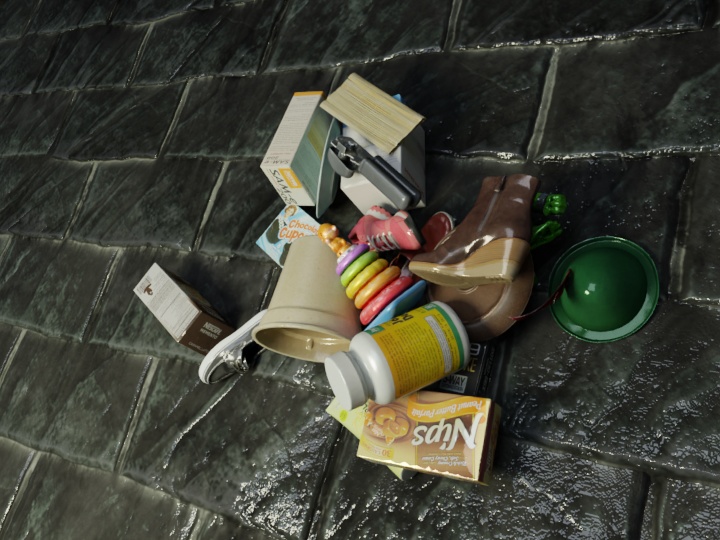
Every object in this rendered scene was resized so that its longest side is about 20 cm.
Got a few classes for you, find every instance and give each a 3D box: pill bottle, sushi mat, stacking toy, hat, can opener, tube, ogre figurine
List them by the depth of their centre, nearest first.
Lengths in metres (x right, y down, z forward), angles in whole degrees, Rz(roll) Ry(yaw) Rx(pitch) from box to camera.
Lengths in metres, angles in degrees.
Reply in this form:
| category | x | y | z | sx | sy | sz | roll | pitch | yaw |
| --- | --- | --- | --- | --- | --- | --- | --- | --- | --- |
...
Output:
| category | x | y | z | sx | sy | sz | roll | pitch | yaw |
| --- | --- | --- | --- | --- | --- | --- | --- | --- | --- |
| hat | 0.332 | 0.007 | 0.957 | 0.165 | 0.176 | 0.201 | 1 | 68 | 31 |
| pill bottle | 0.053 | 0.130 | 0.986 | 0.199 | 0.113 | 0.113 | -21 | 51 | -19 |
| ogre figurine | 0.249 | -0.055 | 1.077 | 0.098 | 0.201 | 0.120 | -8 | 39 | -19 |
| stacking toy | 0.000 | 0.000 | 1.081 | 0.200 | 0.110 | 0.116 | 48 | 136 | 9 |
| tube | 0.021 | 0.263 | 1.098 | 0.058 | 0.052 | 0.200 | -24 | 43 | -29 |
| can opener | 0.018 | -0.164 | 1.154 | 0.200 | 0.053 | 0.067 | 45 | 132 | 23 |
| sushi mat | 0.018 | -0.293 | 1.219 | 0.096 | 0.012 | 0.200 | -47 | 59 | -5 |

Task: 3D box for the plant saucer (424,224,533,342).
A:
| category | x | y | z | sx | sy | sz | roll | pitch | yaw |
| --- | --- | --- | --- | --- | --- | --- | --- | --- | --- |
| plant saucer | 0.175 | 0.010 | 1.044 | 0.200 | 0.034 | 0.201 | -13 | 69 | 38 |

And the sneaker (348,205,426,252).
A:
| category | x | y | z | sx | sy | sz | roll | pitch | yaw |
| --- | --- | --- | --- | --- | --- | --- | --- | --- | --- |
| sneaker | 0.043 | -0.056 | 1.156 | 0.087 | 0.074 | 0.200 | -39 | 22 | -13 |

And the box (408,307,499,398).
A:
| category | x | y | z | sx | sy | sz | roll | pitch | yaw |
| --- | --- | --- | --- | --- | --- | --- | --- | --- | --- |
| box | 0.117 | 0.147 | 1.095 | 0.199 | 0.050 | 0.158 | 7 | 71 | 33 |

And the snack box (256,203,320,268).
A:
| category | x | y | z | sx | sy | sz | roll | pitch | yaw |
| --- | --- | --- | --- | --- | --- | --- | --- | --- | --- |
| snack box | -0.114 | -0.045 | 1.331 | 0.116 | 0.037 | 0.200 | -50 | 53 | -1 |

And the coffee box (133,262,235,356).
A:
| category | x | y | z | sx | sy | sz | roll | pitch | yaw |
| --- | --- | --- | --- | --- | --- | --- | --- | --- | --- |
| coffee box | -0.365 | 0.082 | 1.370 | 0.200 | 0.114 | 0.080 | 37 | 88 | 36 |

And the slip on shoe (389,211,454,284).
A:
| category | x | y | z | sx | sy | sz | roll | pitch | yaw |
| --- | --- | --- | --- | --- | --- | --- | --- | --- | --- |
| slip on shoe | 0.101 | -0.022 | 1.180 | 0.074 | 0.061 | 0.200 | 32 | 84 | 39 |

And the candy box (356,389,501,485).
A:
| category | x | y | z | sx | sy | sz | roll | pitch | yaw |
| --- | --- | --- | --- | --- | --- | --- | --- | --- | --- |
| candy box | 0.101 | 0.242 | 0.992 | 0.199 | 0.055 | 0.116 | 2 | 69 | 31 |

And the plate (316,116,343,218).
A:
| category | x | y | z | sx | sy | sz | roll | pitch | yaw |
| --- | --- | --- | --- | --- | --- | --- | --- | --- | --- |
| plate | -0.055 | -0.199 | 1.292 | 0.025 | 0.200 | 0.201 | 11 | 70 | 1 |

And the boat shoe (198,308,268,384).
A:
| category | x | y | z | sx | sy | sz | roll | pitch | yaw |
| --- | --- | --- | --- | --- | --- | --- | --- | --- | --- |
| boat shoe | -0.225 | 0.161 | 1.283 | 0.200 | 0.070 | 0.066 | -39 | 52 | -1 |

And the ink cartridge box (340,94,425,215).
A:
| category | x | y | z | sx | sy | sz | roll | pitch | yaw |
| --- | --- | --- | --- | --- | --- | --- | --- | --- | --- |
| ink cartridge box | 0.045 | -0.201 | 1.255 | 0.125 | 0.129 | 0.201 | -10 | 61 | 24 |

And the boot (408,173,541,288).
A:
| category | x | y | z | sx | sy | sz | roll | pitch | yaw |
| --- | --- | --- | --- | --- | --- | --- | --- | --- | --- |
| boot | 0.174 | -0.061 | 1.012 | 0.199 | 0.072 | 0.167 | 0 | 67 | 43 |

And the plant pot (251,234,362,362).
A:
| category | x | y | z | sx | sy | sz | roll | pitch | yaw |
| --- | --- | --- | --- | --- | --- | --- | --- | --- | --- |
| plant pot | -0.075 | 0.046 | 1.164 | 0.200 | 0.200 | 0.184 | -4 | 64 | 29 |

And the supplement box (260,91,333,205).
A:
| category | x | y | z | sx | sy | sz | roll | pitch | yaw |
| --- | --- | --- | --- | --- | --- | --- | --- | --- | --- |
| supplement box | -0.115 | -0.249 | 1.355 | 0.073 | 0.126 | 0.201 | 5 | 59 | 27 |
